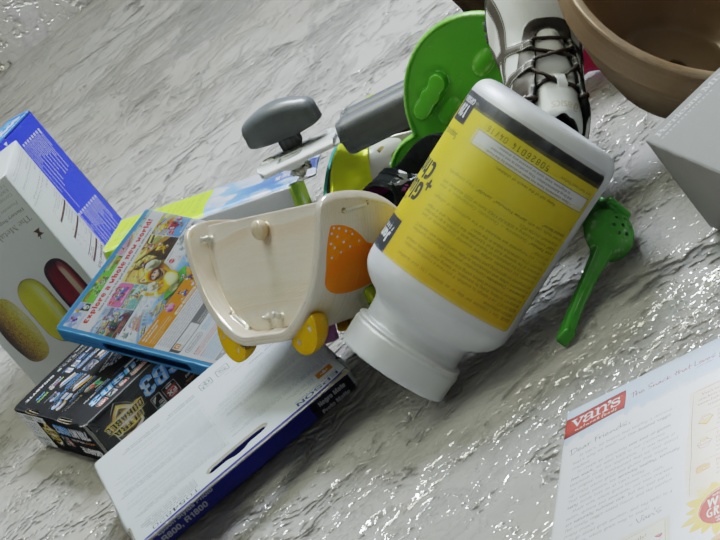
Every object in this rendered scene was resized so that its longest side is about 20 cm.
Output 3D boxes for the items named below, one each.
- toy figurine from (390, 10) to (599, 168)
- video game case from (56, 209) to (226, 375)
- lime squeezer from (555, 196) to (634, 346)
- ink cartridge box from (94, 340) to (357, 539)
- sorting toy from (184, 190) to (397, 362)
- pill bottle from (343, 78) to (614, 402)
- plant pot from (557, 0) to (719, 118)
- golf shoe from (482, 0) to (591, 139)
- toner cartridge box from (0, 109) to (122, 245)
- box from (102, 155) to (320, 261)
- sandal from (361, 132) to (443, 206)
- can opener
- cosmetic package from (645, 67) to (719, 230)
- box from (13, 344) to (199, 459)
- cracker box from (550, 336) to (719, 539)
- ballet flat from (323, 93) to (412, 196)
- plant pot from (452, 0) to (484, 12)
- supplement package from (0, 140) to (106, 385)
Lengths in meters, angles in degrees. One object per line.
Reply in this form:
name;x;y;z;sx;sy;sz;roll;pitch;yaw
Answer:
toy figurine;0.127;-0.142;1.711;0.200;0.150;0.184;-55;-8;37
video game case;-0.138;0.019;1.785;0.199;0.018;0.143;12;54;35
lime squeezer;0.159;-0.019;1.475;0.200;0.038;0.071;-85;17;-64
ink cartridge box;-0.097;0.123;1.593;0.199;0.041;0.200;-40;19;-4
sorting toy;0.000;0.000;1.569;0.179;0.108;0.200;-8;-1;-32
pill bottle;0.074;-0.018;1.441;0.201;0.112;0.112;-58;18;7
plant pot;0.229;-0.171;1.514;0.201;0.200;0.093;-56;-15;-41
golf shoe;0.135;-0.140;1.528;0.077;0.201;0.094;-7;11;-15
toner cartridge box;-0.295;-0.048;2.101;0.043;0.200;0.095;-18;27;48
box;-0.124;-0.045;1.928;0.199;0.048;0.122;-19;12;5
sandal;0.022;-0.039;1.669;0.048;0.076;0.200;-16;-15;-40
can opener;-0.006;-0.129;1.788;0.199;0.067;0.053;-21;20;16
cosmetic package;0.265;-0.068;1.295;0.107;0.090;0.200;-43;22;-4
box;-0.187;0.075;1.858;0.200;0.050;0.198;-45;20;-19
cracker box;0.167;0.119;1.094;0.134;0.058;0.200;-29;22;25
ballet flat;0.018;-0.103;1.870;0.067;0.067;0.200;-12;26;19
plant pot;0.163;-0.308;1.886;0.198;0.200;0.200;-48;20;-5
supplement package;-0.301;0.001;2.000;0.114;0.200;0.110;-36;18;10
